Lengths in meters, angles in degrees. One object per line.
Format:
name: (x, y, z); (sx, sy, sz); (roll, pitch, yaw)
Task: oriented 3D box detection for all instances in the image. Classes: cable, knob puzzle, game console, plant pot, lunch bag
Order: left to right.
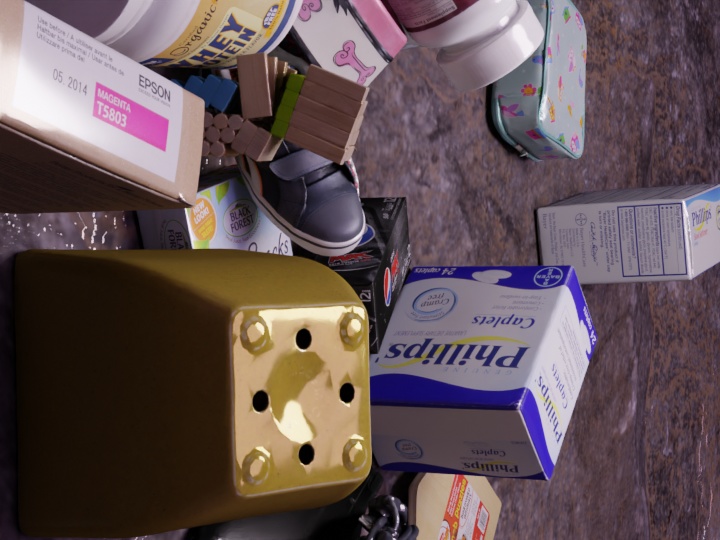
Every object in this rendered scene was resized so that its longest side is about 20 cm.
plant pot: (-0.099, 0.080, 0.971); (0.194, 0.199, 0.196); (-1, 89, -41)
game console: (-0.070, 0.243, 1.258); (0.176, 0.116, 0.200); (46, 41, -10)
cable: (-0.002, 0.282, 1.246); (0.164, 0.050, 0.200); (-62, 171, -19)
knob puzzle: (0.085, 0.277, 1.528); (0.219, 0.030, 0.222); (2, 88, -61)
lunch bag: (0.221, -0.233, 1.754); (0.160, 0.076, 0.202); (27, 66, -60)

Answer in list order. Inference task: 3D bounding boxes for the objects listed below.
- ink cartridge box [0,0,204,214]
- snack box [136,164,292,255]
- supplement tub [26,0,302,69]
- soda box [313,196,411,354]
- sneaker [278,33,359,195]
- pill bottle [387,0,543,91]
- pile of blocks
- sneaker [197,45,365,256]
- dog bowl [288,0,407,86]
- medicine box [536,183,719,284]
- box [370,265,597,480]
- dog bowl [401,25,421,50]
ink cartridge box: (-0.213, -0.093, 0.856); (0.200, 0.163, 0.076); (26, 67, -59)
snack box: (-0.105, 0.026, 1.166); (0.142, 0.053, 0.202); (-31, 115, -59)
supplement tub: (-0.143, -0.216, 1.013); (0.199, 0.143, 0.146); (-12, 99, -61)
soda box: (0.000, 0.000, 1.292); (0.200, 0.063, 0.071); (-68, 155, -64)
sneaker: (-0.045, -0.129, 1.259); (0.075, 0.080, 0.202); (-71, 151, -57)
pill bottle: (0.066, -0.257, 1.199); (0.201, 0.109, 0.110); (54, 41, -21)
pile of blocks: (-0.087, -0.116, 1.068); (0.062, 0.198, 0.083); (-27, 115, -79)
sneaker: (-0.060, -0.106, 1.129); (0.078, 0.080, 0.201); (-28, 74, -32)
dog bowl: (-0.033, -0.239, 1.186); (0.201, 0.073, 0.200); (56, 9, -13)
medicine box: (0.352, -0.047, 1.858); (0.182, 0.198, 0.104); (-19, 105, -60)
box: (0.116, 0.097, 1.434); (0.201, 0.182, 0.105); (-63, 142, -41)
dog bowl: (0.038, -0.298, 1.338); (0.200, 0.058, 0.202); (-178, -90, -85)
